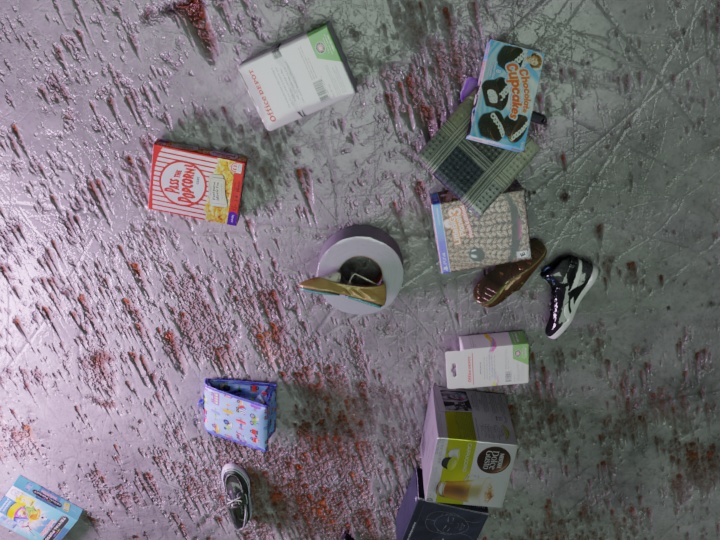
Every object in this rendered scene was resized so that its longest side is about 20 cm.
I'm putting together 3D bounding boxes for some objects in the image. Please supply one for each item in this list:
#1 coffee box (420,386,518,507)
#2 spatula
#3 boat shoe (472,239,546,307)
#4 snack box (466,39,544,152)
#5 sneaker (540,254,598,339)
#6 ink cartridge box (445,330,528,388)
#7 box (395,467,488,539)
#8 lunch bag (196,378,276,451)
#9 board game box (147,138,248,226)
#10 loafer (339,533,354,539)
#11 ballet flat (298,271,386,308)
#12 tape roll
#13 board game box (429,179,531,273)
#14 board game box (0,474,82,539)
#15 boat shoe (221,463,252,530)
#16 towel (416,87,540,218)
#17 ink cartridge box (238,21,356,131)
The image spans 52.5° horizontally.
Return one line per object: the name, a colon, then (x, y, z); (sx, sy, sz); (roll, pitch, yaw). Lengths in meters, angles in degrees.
coffee box: (0.263, 0.437, 1.814); (0.196, 0.200, 0.201); (6, 117, -2)
spatula: (0.302, -0.346, 1.530); (0.199, 0.021, 0.057); (20, 112, -9)
boat shoe: (0.349, 0.010, 1.685); (0.200, 0.072, 0.067); (-44, 142, 11)
snack box: (0.292, -0.351, 1.472); (0.115, 0.037, 0.201); (13, 88, -6)
sneaker: (0.454, 0.053, 1.701); (0.111, 0.073, 0.201); (24, 106, -7)
ink cartridge box: (0.304, 0.218, 1.780); (0.199, 0.067, 0.118); (-5, 117, 2)
box: (0.215, 0.664, 1.968); (0.195, 0.124, 0.201); (14, 116, -7)
lunch bag: (-0.320, 0.359, 1.856); (0.199, 0.094, 0.151); (9, 119, 7)
board game box: (-0.357, -0.192, 1.601); (0.199, 0.046, 0.152); (11, 116, -4)
loafer: (-0.036, 0.835, 2.087); (0.072, 0.073, 0.201); (-10, 114, 11)
ballet flat: (-0.037, 0.034, 1.636); (0.199, 0.069, 0.063); (13, 88, -8)
tape roll: (0.000, 0.000, 1.679); (0.199, 0.066, 0.201); (1, 117, 1)
board game box: (0.261, -0.097, 1.600); (0.199, 0.097, 0.160); (-10, 108, 5)
board game box: (-0.904, 0.678, 2.035); (0.200, 0.047, 0.151); (36, 112, -15)
boat shoe: (-0.332, 0.618, 1.983); (0.072, 0.071, 0.201); (-9, 115, 5)
towel: (0.244, -0.244, 1.510); (0.192, 0.035, 0.200); (43, 91, -3)
ink cartridge box: (-0.126, -0.392, 1.478); (0.199, 0.084, 0.147); (-20, 114, 11)
